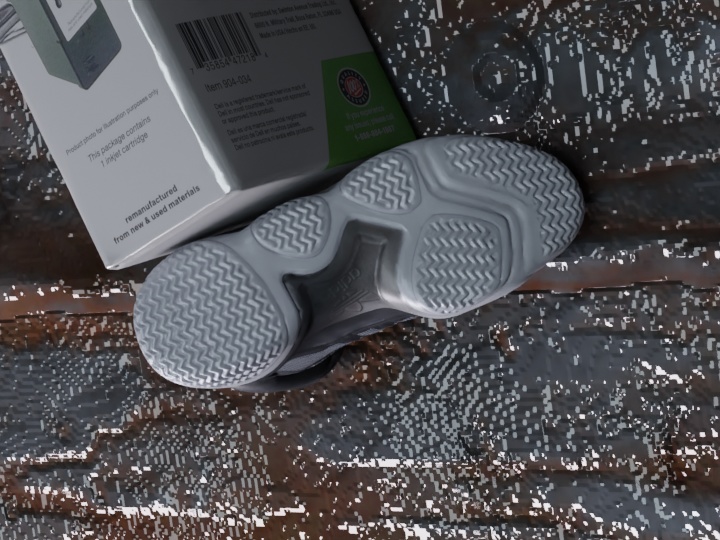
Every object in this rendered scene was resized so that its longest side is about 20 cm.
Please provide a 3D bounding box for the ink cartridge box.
[{"bbox_3d":[-0.082,-0.117,0.932,0.084,0.145,0.200,-30,84,35],"label":"ink cartridge box"}]

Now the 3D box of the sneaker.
[{"bbox_3d":[0.000,0.000,0.950,0.199,0.114,0.076,-19,82,-1],"label":"sneaker"}]
